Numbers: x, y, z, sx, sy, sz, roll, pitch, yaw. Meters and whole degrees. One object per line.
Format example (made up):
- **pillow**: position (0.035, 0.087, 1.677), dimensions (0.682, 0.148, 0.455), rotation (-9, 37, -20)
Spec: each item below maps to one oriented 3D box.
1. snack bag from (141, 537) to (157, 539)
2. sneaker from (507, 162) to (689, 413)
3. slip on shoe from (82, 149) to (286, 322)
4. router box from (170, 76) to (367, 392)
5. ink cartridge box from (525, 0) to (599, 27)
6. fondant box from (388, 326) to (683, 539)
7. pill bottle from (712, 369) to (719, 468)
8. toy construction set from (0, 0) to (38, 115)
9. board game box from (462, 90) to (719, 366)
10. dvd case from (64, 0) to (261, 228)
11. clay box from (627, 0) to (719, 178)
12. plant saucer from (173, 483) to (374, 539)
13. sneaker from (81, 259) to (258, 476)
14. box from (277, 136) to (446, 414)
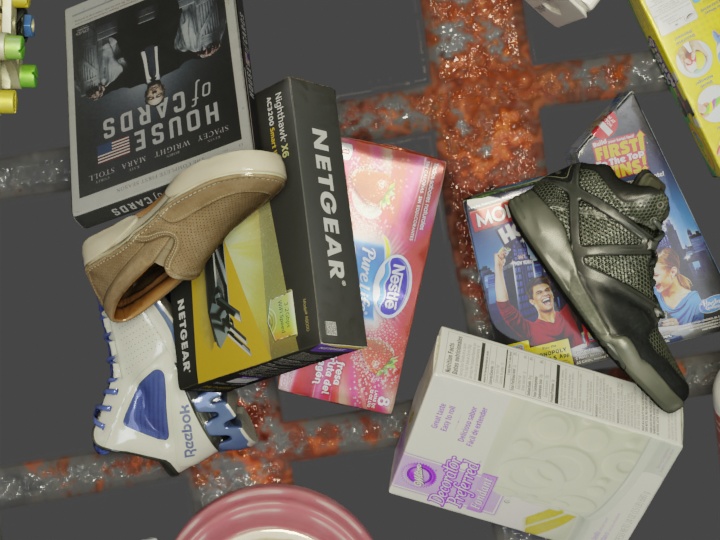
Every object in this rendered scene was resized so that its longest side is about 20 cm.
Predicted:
- **snack bag**: position (-0.218, 0.325, 1.142), dimensions (0.198, 0.021, 0.191), rotation (-16, 96, 19)
- **sneaker**: position (0.207, 0.003, 1.045), dimensions (0.113, 0.076, 0.201), rotation (-33, 80, 5)
- **slip on shoe**: position (-0.126, -0.023, 1.001), dimensions (0.198, 0.076, 0.061), rotation (-25, 68, 32)
- **router box**: position (-0.078, -0.022, 1.049), dimensions (0.156, 0.052, 0.203), rotation (-20, 71, 40)
- **ink cartridge box**: position (0.191, -0.293, 1.055), dimensions (0.084, 0.146, 0.201), rotation (38, 93, -5)
- **fondant box**: position (0.135, 0.138, 1.099), dimensions (0.197, 0.059, 0.145), rotation (17, 131, -1)
- **pill bottle**: position (0.333, 0.129, 1.084), dimensions (0.111, 0.112, 0.203), rotation (-13, 112, 0)
- **toy construction set**: position (-0.280, -0.217, 1.062), dimensions (0.091, 0.131, 0.203), rotation (16, 94, -3)
- **board game box**: position (0.186, -0.032, 1.119), dimensions (0.197, 0.062, 0.203), rotation (-13, 94, 0)
- **dvd case**: position (-0.153, -0.141, 1.054), dimensions (0.148, 0.025, 0.202), rotation (-18, 58, 14)
- **clay box**: position (0.305, -0.165, 1.117), dimensions (0.114, 0.048, 0.202), rotation (-27, 96, 1)
- **plant saucer**: position (-0.072, 0.280, 1.147), dimensions (0.197, 0.051, 0.204), rotation (0, 95, -2)
- **sneaker**: position (-0.180, 0.085, 1.114), dimensions (0.114, 0.081, 0.201), rotation (-33, 96, 0)
- **box**: position (0.000, 0.000, 1.100), dimensions (0.094, 0.100, 0.203), rotation (12, 94, -2)
